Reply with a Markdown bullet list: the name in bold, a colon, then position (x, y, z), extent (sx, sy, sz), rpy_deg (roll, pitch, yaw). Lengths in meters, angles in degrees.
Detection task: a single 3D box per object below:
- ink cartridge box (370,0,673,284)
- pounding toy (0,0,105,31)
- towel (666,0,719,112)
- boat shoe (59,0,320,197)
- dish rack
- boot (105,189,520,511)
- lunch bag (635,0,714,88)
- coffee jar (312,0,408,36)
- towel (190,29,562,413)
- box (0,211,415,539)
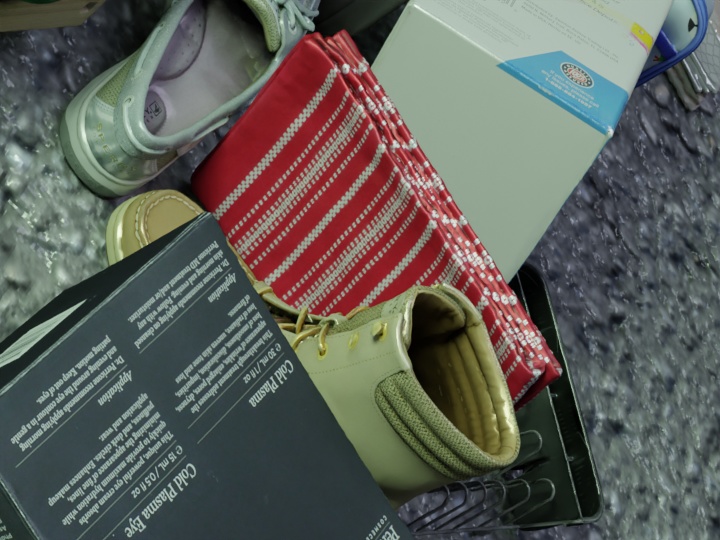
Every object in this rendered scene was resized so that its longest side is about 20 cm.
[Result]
- **ink cartridge box**: position (0.083, -0.115, 1.251), extent (0.128, 0.126, 0.200), rpy_deg (32, 37, 0)
- **pounding toy**: position (-0.192, -0.167, 0.984), extent (0.184, 0.142, 0.201), rpy_deg (-14, 70, -55)
- **towel**: position (0.233, -0.240, 1.639), extent (0.201, 0.032, 0.191), rpy_deg (58, 36, -12)
- **boat shoe**: position (-0.071, -0.113, 1.113), extent (0.075, 0.065, 0.202), rpy_deg (55, 49, -14)
- **dish rack**: position (0.041, 0.071, 1.188), extent (0.199, 0.054, 0.155), rpy_deg (5, 65, -50)
- **boot**: position (-0.023, 0.028, 1.035), extent (0.073, 0.155, 0.201), rpy_deg (-30, 89, -43)
- **lunch bag**: position (0.117, -0.199, 1.351), extent (0.201, 0.159, 0.076), rpy_deg (56, 27, -12)
- **coffee jar**: position (-0.038, -0.227, 1.223), extent (0.201, 0.085, 0.104), rpy_deg (56, 11, -14)
- **towel**: position (0.000, 0.000, 1.072), extent (0.022, 0.145, 0.201), rpy_deg (-23, 76, -43)
- **box**: position (-0.097, 0.109, 0.944), extent (0.183, 0.104, 0.200), rpy_deg (58, 36, -9)
